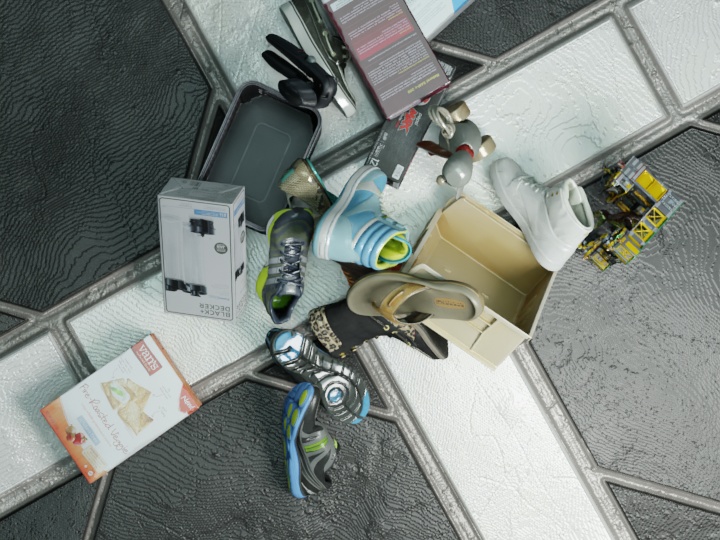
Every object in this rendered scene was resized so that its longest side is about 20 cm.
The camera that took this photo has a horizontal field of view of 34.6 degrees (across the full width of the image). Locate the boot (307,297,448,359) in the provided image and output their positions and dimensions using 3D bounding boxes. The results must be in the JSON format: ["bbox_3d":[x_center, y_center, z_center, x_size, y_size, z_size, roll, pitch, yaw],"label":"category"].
[{"bbox_3d":[0.030,0.088,1.737,0.150,0.200,0.073,-23,48,25],"label":"boot"}]

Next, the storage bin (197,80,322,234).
[{"bbox_3d":[-0.151,-0.167,1.734,0.135,0.094,0.201,24,87,-2],"label":"storage bin"}]

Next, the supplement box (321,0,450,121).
[{"bbox_3d":[0.037,-0.332,1.687,0.108,0.061,0.201,-29,90,4],"label":"supplement box"}]

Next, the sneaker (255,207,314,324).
[{"bbox_3d":[-0.103,-0.006,1.689,0.073,0.081,0.201,-3,132,-18],"label":"sneaker"}]

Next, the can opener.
[{"bbox_3d":[-0.094,-0.299,1.705,0.078,0.200,0.064,10,120,-37],"label":"can opener"}]

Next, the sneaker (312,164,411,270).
[{"bbox_3d":[0.026,-0.068,1.638,0.130,0.080,0.200,18,45,15],"label":"sneaker"}]

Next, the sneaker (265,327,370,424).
[{"bbox_3d":[-0.063,0.152,1.746,0.073,0.082,0.200,-47,110,-10],"label":"sneaker"}]

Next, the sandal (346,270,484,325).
[{"bbox_3d":[0.070,0.047,1.589,0.199,0.081,0.054,5,45,20],"label":"sandal"}]

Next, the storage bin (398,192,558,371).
[{"bbox_3d":[0.168,0.010,1.689,0.198,0.200,0.094,35,131,-2],"label":"storage bin"}]

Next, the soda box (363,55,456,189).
[{"bbox_3d":[0.074,-0.228,1.755,0.063,0.071,0.201,26,87,2],"label":"soda box"}]

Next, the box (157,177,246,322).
[{"bbox_3d":[-0.228,-0.028,1.687,0.116,0.060,0.201,8,122,8],"label":"box"}]

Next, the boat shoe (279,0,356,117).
[{"bbox_3d":[-0.050,-0.330,1.754,0.063,0.071,0.201,-29,88,-2],"label":"boat shoe"}]

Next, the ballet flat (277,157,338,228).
[{"bbox_3d":[-0.063,-0.095,1.706,0.075,0.200,0.068,-37,54,6],"label":"ballet flat"}]

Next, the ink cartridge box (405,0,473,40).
[{"bbox_3d":[0.075,-0.458,1.755,0.145,0.084,0.200,-42,91,-1],"label":"ink cartridge box"}]

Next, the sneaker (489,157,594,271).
[{"bbox_3d":[0.275,-0.113,1.716,0.073,0.116,0.201,-7,58,-39],"label":"sneaker"}]

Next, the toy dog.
[{"bbox_3d":[0.129,-0.173,1.714,0.096,0.200,0.132,-31,88,26],"label":"toy dog"}]

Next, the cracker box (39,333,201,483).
[{"bbox_3d":[-0.357,0.205,1.734,0.200,0.058,0.134,-35,91,-3],"label":"cracker box"}]

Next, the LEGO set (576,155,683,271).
[{"bbox_3d":[0.373,-0.088,1.706,0.116,0.200,0.154,43,93,1],"label":"LEGO set"}]

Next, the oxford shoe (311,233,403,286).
[{"bbox_3d":[0.000,0.000,1.712,0.199,0.071,0.073,24,109,-35],"label":"oxford shoe"}]

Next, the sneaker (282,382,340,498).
[{"bbox_3d":[-0.072,0.248,1.719,0.082,0.071,0.201,-7,119,-13],"label":"sneaker"}]
